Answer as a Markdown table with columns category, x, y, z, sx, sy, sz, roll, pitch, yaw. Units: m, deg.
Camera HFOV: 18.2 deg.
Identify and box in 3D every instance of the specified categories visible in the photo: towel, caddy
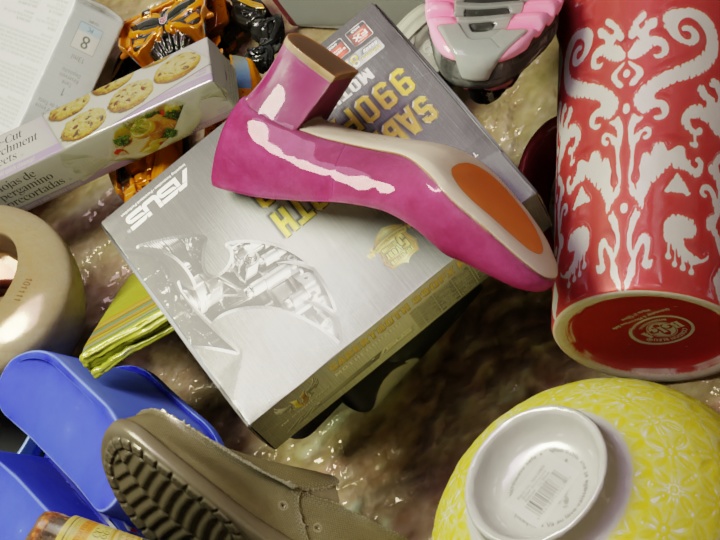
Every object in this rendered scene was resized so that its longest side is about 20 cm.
| category | x | y | z | sx | sy | sz | roll | pitch | yaw |
| --- | --- | --- | --- | --- | --- | --- | --- | --- | --- |
| towel | -0.118 | 0.014 | 1.384 | 0.086 | 0.018 | 0.200 | -28 | 11 | 9 |
| caddy | -0.152 | 0.134 | 1.333 | 0.200 | 0.105 | 0.142 | 36 | 103 | 49 |

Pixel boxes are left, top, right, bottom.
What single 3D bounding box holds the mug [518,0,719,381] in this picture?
| category | x | y | z | sx | sy | sz | roll | pitch | yaw |
| --- | --- | --- | --- | --- | --- | --- | --- | --- | --- |
| mug | 0.164 | -0.041 | 1.262 | 0.132 | 0.178 | 0.201 | 10 | 61 | -5 |

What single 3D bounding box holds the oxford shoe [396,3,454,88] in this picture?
| category | x | y | z | sx | sy | sz | roll | pitch | yaw |
| --- | --- | --- | --- | --- | --- | --- | --- | --- | --- |
| oxford shoe | -0.001 | -0.079 | 1.419 | 0.058 | 0.075 | 0.200 | 40 | 85 | 8 |

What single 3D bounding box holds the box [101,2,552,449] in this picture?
| category | x | y | z | sx | sy | sz | roll | pitch | yaw |
| --- | --- | --- | --- | --- | --- | --- | --- | --- | --- |
| box | -0.020 | -0.026 | 1.236 | 0.200 | 0.048 | 0.159 | -38 | 63 | 0 |

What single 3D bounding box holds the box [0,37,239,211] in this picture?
| category | x | y | z | sx | sy | sz | roll | pitch | yaw |
| --- | --- | --- | --- | --- | --- | --- | --- | --- | --- |
| box | -0.173 | -0.089 | 1.472 | 0.199 | 0.039 | 0.042 | -23 | 50 | 17 |

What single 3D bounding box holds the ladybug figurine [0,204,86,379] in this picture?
| category | x | y | z | sx | sy | sz | roll | pitch | yaw |
| --- | --- | --- | --- | --- | --- | --- | --- | --- | --- |
| ladybug figurine | -0.251 | 0.026 | 1.443 | 0.199 | 0.072 | 0.136 | 9 | 63 | 37 |

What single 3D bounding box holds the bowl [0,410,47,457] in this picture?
| category | x | y | z | sx | sy | sz | roll | pitch | yaw |
| --- | --- | --- | --- | --- | --- | --- | --- | --- | --- |
| bowl | -0.275 | 0.099 | 1.484 | 0.199 | 0.039 | 0.202 | -17 | 51 | 22 |

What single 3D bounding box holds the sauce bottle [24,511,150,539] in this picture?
| category | x | y | z | sx | sy | sz | roll | pitch | yaw |
| --- | --- | --- | --- | --- | --- | --- | --- | --- | --- |
| sauce bottle | -0.086 | 0.186 | 1.202 | 0.198 | 0.066 | 0.066 | 17 | 64 | 6 |

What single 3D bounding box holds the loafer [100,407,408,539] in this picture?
| category | x | y | z | sx | sy | sz | roll | pitch | yaw |
| --- | --- | --- | --- | --- | --- | --- | --- | --- | --- |
| loafer | -0.052 | 0.136 | 1.232 | 0.076 | 0.199 | 0.068 | -44 | 12 | 50 |

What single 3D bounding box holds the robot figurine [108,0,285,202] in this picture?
| category | x | y | z | sx | sy | sz | roll | pitch | yaw |
| --- | --- | --- | --- | --- | --- | --- | --- | --- | --- |
| robot figurine | -0.116 | -0.114 | 1.521 | 0.144 | 0.058 | 0.201 | -23 | 49 | 16 |

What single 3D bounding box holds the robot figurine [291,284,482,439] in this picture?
| category | x | y | z | sx | sy | sz | roll | pitch | yaw |
| --- | --- | --- | --- | --- | --- | --- | --- | --- | --- |
| robot figurine | -0.002 | -0.001 | 1.314 | 0.150 | 0.125 | 0.200 | 41 | 85 | 21 |

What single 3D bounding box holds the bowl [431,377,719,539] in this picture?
| category | x | y | z | sx | sy | sz | roll | pitch | yaw |
| --- | --- | --- | --- | --- | --- | --- | --- | --- | --- |
| bowl | 0.110 | 0.130 | 1.157 | 0.199 | 0.108 | 0.201 | -18 | 50 | 23 |

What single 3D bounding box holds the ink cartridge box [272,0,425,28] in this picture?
| category | x | y | z | sx | sy | sz | roll | pitch | yaw |
| --- | --- | --- | --- | --- | --- | --- | --- | --- | --- |
| ink cartridge box | 0.012 | -0.284 | 1.502 | 0.144 | 0.145 | 0.201 | 5 | 60 | 36 |

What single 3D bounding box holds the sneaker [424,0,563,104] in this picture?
| category | x | y | z | sx | sy | sz | roll | pitch | yaw |
| --- | --- | --- | --- | --- | --- | --- | --- | --- | --- |
| sneaker | 0.077 | -0.134 | 1.299 | 0.078 | 0.096 | 0.200 | 7 | 26 | 7 |

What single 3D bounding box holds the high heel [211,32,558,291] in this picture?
| category | x | y | z | sx | sy | sz | roll | pitch | yaw |
| --- | --- | --- | --- | --- | --- | --- | --- | --- | --- |
| high heel | 0.009 | -0.030 | 1.179 | 0.200 | 0.067 | 0.096 | 38 | 113 | 13 |

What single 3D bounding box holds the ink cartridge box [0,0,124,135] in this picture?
| category | x | y | z | sx | sy | sz | roll | pitch | yaw |
| --- | --- | --- | --- | --- | --- | --- | --- | --- | --- |
| ink cartridge box | -0.254 | -0.106 | 1.603 | 0.160 | 0.047 | 0.201 | 24 | 90 | 58 |
